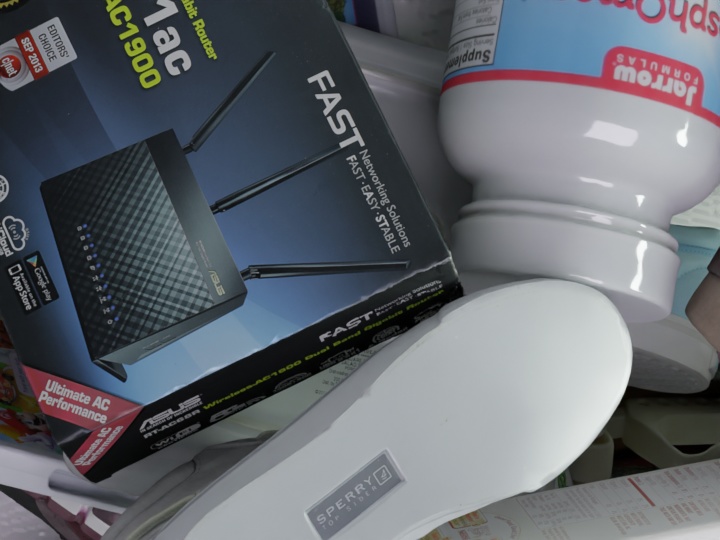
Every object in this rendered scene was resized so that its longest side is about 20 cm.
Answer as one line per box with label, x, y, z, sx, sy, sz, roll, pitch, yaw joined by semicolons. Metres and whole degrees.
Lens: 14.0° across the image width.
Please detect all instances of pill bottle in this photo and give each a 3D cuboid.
pill bottle;0.087;-0.087;1.072;0.108;0.109;0.201;13;79;-21

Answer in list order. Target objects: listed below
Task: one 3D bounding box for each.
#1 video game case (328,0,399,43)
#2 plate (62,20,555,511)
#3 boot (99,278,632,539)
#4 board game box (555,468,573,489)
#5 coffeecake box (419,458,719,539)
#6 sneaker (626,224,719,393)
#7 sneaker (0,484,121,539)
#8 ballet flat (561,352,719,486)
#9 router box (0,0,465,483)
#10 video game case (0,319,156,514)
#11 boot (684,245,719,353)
video game case;-0.083;-0.132;1.103;0.181;0.023;0.201;-14;119;-7
plate;0.000;0.000;1.096;0.199;0.032;0.201;15;74;-22
boot;-0.006;0.063;1.015;0.200;0.096;0.074;-30;104;-21
board game box;0.044;0.151;1.245;0.126;0.035;0.201;-3;124;25
coffeecake box;0.115;0.156;1.078;0.199;0.073;0.154;-10;105;-7
sneaker;0.057;-0.018;1.186;0.199;0.074;0.082;22;69;-13
sneaker;-0.082;0.136;1.133;0.199;0.076;0.116;26;106;8
ballet flat;0.115;0.064;1.231;0.199;0.071;0.069;-3;120;-13
router box;-0.071;-0.047;1.032;0.149;0.201;0.062;-26;163;-1
video game case;-0.086;0.056;1.130;0.199;0.143;0.018;17;111;-22
boot;0.174;-0.032;1.062;0.146;0.200;0.070;-47;146;18
